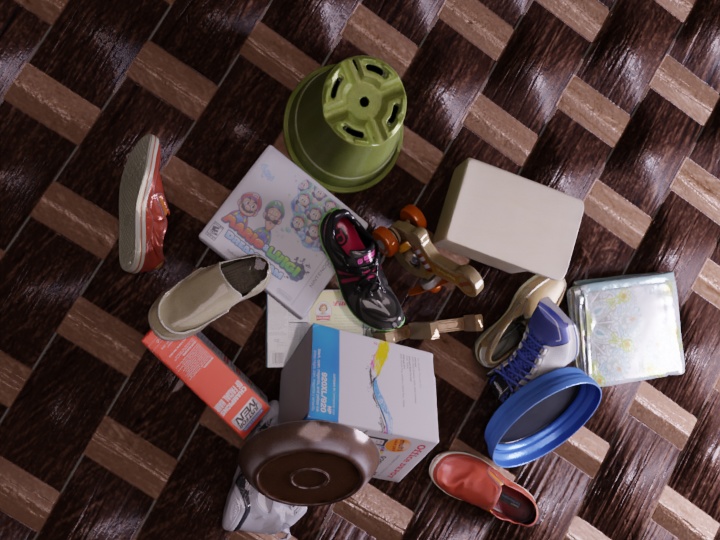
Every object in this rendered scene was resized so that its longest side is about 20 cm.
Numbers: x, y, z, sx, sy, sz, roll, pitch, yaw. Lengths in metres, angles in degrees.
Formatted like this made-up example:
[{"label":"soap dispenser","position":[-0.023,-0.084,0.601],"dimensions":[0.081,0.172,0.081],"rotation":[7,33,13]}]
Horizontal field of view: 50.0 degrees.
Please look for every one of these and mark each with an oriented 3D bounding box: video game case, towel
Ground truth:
[{"label":"video game case","position":[-0.114,-0.060,1.173],"dimensions":[0.198,0.024,0.184],"rotation":[37,73,-3]},{"label":"towel","position":[0.441,0.096,1.285],"dimensions":[0.194,0.048,0.177],"rotation":[-6,93,-11]}]

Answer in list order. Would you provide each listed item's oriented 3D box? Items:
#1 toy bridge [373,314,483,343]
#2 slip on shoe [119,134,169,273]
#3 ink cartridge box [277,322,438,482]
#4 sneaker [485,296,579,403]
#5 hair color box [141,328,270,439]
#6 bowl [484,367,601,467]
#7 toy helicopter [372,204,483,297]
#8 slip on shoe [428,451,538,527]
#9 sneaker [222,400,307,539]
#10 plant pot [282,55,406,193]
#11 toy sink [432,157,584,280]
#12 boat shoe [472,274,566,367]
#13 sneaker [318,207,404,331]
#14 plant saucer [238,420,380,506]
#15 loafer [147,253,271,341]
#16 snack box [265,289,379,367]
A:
[{"label":"toy bridge","position":[0.097,0.094,1.203],"dimensions":[0.196,0.067,0.028],"rotation":[-8,91,-32]},{"label":"slip on shoe","position":[-0.313,-0.097,1.136],"dimensions":[0.060,0.073,0.206],"rotation":[9,79,-46]},{"label":"ink cartridge box","position":[-0.005,0.194,1.106],"dimensions":[0.195,0.148,0.148],"rotation":[15,50,-18]},{"label":"sneaker","position":[0.256,0.147,1.175],"dimensions":[0.113,0.203,0.081],"rotation":[-24,50,-23]},{"label":"hair color box","position":[-0.223,0.146,1.125],"dimensions":[0.200,0.111,0.064],"rotation":[44,82,-6]},{"label":"bowl","position":[0.278,0.225,1.191],"dimensions":[0.197,0.203,0.040],"rotation":[-24,52,-11]},{"label":"toy helicopter","position":[0.110,-0.004,1.159],"dimensions":[0.078,0.198,0.134],"rotation":[-36,129,-21]},{"label":"slip on shoe","position":[0.199,0.347,1.225],"dimensions":[0.197,0.061,0.075],"rotation":[29,85,-7]},{"label":"sneaker","position":[-0.126,0.304,1.160],"dimensions":[0.112,0.075,0.205],"rotation":[20,89,-11]},{"label":"plant pot","position":[-0.010,-0.229,1.134],"dimensions":[0.194,0.190,0.206],"rotation":[0,88,-10]},{"label":"toy sink","position":[0.228,-0.074,1.215],"dimensions":[0.195,0.112,0.134],"rotation":[18,86,-5]},{"label":"boat shoe","position":[0.267,0.080,1.236],"dimensions":[0.072,0.076,0.201],"rotation":[42,82,-6]},{"label":"sneaker","position":[0.000,0.000,1.133],"dimensions":[0.076,0.084,0.203],"rotation":[-31,88,-17]},{"label":"plant saucer","position":[-0.069,0.271,1.050],"dimensions":[0.194,0.203,0.033],"rotation":[8,46,-10]},{"label":"loafer","position":[-0.203,0.026,1.067],"dimensions":[0.198,0.068,0.076],"rotation":[-34,85,-33]},{"label":"snack box","position":[-0.049,0.088,1.196],"dimensions":[0.194,0.037,0.120],"rotation":[1,88,-11]}]
